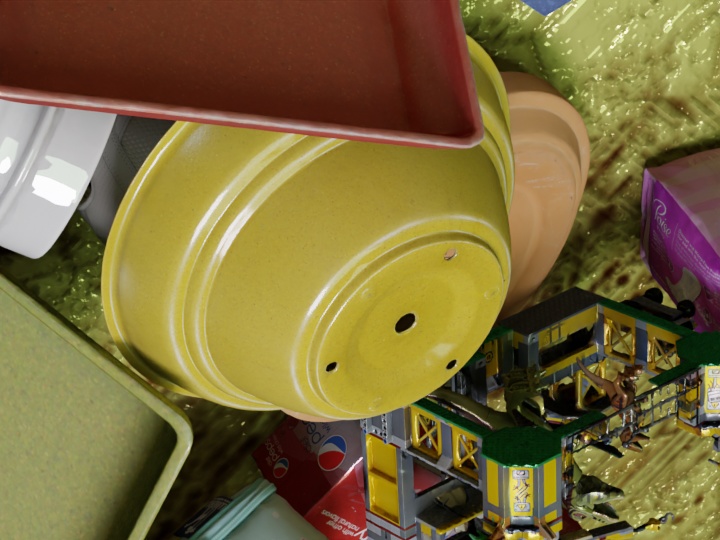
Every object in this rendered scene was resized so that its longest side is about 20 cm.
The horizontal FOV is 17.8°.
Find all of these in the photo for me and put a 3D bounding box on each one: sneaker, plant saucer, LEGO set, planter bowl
[{"bbox_3d":[-0.084,-0.019,1.044,0.076,0.092,0.200,-55,163,-27],"label":"sneaker"},{"bbox_3d":[-0.062,-0.133,0.876,0.200,0.200,0.037,4,150,-25],"label":"plant saucer"},{"bbox_3d":[0.093,0.096,1.100,0.200,0.154,0.116,-28,124,-43],"label":"LEGO set"},{"bbox_3d":[0.033,-0.004,1.085,0.200,0.032,0.200,-32,148,-23],"label":"plant saucer"},{"bbox_3d":[-0.173,0.083,1.021,0.048,0.200,0.200,-23,146,-58],"label":"plant saucer"},{"bbox_3d":[0.000,0.000,0.949,0.200,0.083,0.200,-22,138,-21],"label":"planter bowl"}]

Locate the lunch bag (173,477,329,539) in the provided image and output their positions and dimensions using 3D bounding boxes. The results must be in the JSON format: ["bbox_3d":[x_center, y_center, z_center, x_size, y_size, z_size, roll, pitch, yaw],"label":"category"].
[{"bbox_3d":[-0.091,0.194,1.129,0.160,0.077,0.200,-39,168,-27],"label":"lunch bag"}]

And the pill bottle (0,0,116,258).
[{"bbox_3d":[-0.196,-0.081,0.863,0.200,0.112,0.112,24,115,-17],"label":"pill bottle"}]

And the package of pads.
[{"bbox_3d":[0.254,-0.020,1.164,0.200,0.121,0.076,-15,132,-15],"label":"package of pads"}]

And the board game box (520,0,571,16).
[{"bbox_3d":[0.108,-0.191,0.955,0.200,0.034,0.135,-29,140,36],"label":"board game box"}]

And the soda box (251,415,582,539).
[{"bbox_3d":[0.039,0.129,1.220,0.070,0.063,0.200,-46,131,13],"label":"soda box"}]
